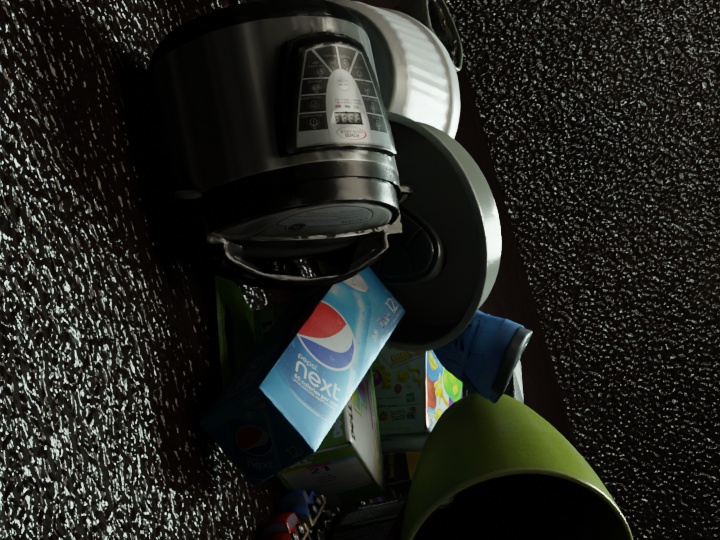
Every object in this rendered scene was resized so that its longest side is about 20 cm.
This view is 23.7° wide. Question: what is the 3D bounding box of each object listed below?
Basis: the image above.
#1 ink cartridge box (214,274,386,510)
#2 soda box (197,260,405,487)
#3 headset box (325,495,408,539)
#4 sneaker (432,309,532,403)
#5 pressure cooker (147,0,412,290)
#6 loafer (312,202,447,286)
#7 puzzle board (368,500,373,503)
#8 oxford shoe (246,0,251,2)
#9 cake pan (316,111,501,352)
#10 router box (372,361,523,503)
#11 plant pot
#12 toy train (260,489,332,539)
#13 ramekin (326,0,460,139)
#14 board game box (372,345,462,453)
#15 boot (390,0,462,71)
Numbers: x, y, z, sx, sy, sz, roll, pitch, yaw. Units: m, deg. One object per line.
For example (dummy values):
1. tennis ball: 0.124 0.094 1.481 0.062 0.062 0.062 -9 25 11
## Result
1. ink cartridge box: -0.048 0.083 1.366 0.200 0.076 0.148 62 17 -54
2. soda box: -0.039 0.070 1.272 0.064 0.068 0.200 50 35 -11
3. headset box: 0.019 0.288 1.436 0.200 0.077 0.149 -35 111 -80
4. sneaker: 0.091 0.063 1.431 0.066 0.078 0.200 -61 -177 -3
5. pressure cooker: -0.059 -0.082 1.276 0.179 0.176 0.200 42 36 -74
6. loafer: -0.013 -0.033 1.387 0.063 0.200 0.072 16 90 -64
7. puzzle board: 0.010 0.148 1.720 0.151 0.017 0.200 61 19 -51
8. oxford shoe: -0.097 -0.312 1.706 0.200 0.071 0.074 -89 -174 -56
9. cake pan: 0.037 -0.034 1.398 0.037 0.200 0.201 -19 95 -43
10. router box: 0.085 0.149 1.664 0.200 0.149 0.051 -88 161 -57
11. plant pot: 0.115 0.189 1.421 0.200 0.187 0.187 -99 170 -63
12. toy train: -0.057 0.206 1.287 0.046 0.034 0.200 62 13 -4
13. ramekin: -0.019 -0.148 1.530 0.094 0.202 0.203 22 53 -61
14. board game box: 0.031 0.062 1.582 0.103 0.105 0.200 30 57 -63
15. boot: 0.008 -0.151 1.611 0.073 0.200 0.182 27 47 -61
